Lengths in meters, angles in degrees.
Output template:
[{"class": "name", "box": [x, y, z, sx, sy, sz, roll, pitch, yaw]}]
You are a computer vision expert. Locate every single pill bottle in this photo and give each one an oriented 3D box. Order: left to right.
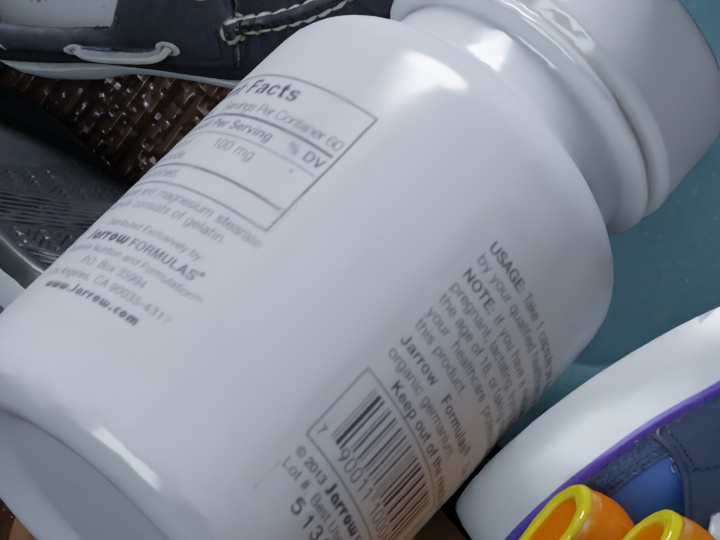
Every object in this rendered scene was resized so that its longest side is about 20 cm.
[{"class": "pill bottle", "box": [0.000, 0.000, 0.731, 0.114, 0.114, 0.200, 36, 67, 20]}]

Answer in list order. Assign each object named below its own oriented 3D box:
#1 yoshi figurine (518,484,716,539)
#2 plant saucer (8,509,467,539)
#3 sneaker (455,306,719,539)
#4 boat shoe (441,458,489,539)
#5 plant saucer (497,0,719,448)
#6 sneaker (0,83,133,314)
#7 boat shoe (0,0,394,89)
[{"class": "yoshi figurine", "box": [0.108, 0.147, 0.685, 0.200, 0.113, 0.112, 39, 130, -15]}, {"class": "plant saucer", "box": [-0.030, 0.133, 0.822, 0.200, 0.032, 0.201, 18, 121, 32]}, {"class": "sneaker", "box": [0.142, 0.074, 0.722, 0.199, 0.081, 0.147, -24, 74, -8]}, {"class": "boat shoe", "box": [-0.012, 0.059, 0.844, 0.201, 0.063, 0.074, 43, 108, 20]}, {"class": "plant saucer", "box": [0.067, -0.046, 0.824, 0.199, 0.036, 0.201, 0, 90, 24]}, {"class": "sneaker", "box": [-0.123, 0.018, 0.849, 0.200, 0.083, 0.121, 43, 117, 60]}, {"class": "boat shoe", "box": [-0.060, -0.095, 0.838, 0.199, 0.060, 0.074, 3, 83, 41]}]
